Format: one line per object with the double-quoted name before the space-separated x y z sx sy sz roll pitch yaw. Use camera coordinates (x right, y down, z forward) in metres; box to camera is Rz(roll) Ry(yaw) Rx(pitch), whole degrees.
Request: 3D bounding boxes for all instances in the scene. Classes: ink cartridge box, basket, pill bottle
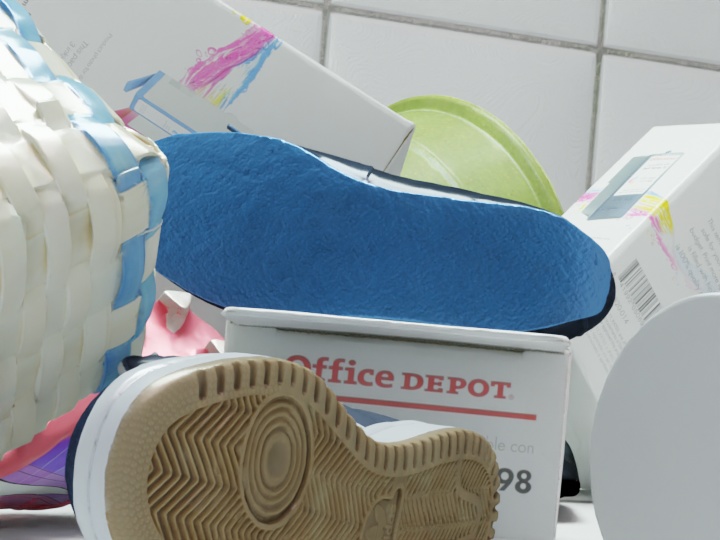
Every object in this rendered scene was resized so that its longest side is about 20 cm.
"ink cartridge box" -0.073 -0.038 0.923 0.200 0.125 0.129 33 -10 3
"basket" -0.167 -0.002 0.609 0.199 0.139 0.176 -16 49 -33
"ink cartridge box" 0.011 0.057 0.740 0.115 0.067 0.200 5 -5 3
"pill bottle" 0.162 0.054 0.583 0.199 0.113 0.112 5 0 -39
"ink cartridge box" 0.159 0.005 1.057 0.200 0.117 0.067 -42 25 -28

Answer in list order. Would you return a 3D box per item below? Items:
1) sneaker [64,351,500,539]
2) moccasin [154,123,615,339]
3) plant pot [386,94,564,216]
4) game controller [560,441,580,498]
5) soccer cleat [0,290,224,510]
"sneaker" -0.047 0.056 0.571 0.108 0.070 0.200 10 -5 27
"moccasin" 0.000 0.000 0.813 0.199 0.081 0.068 17 -6 21
"plant pot" -0.023 0.017 1.082 0.190 0.201 0.200 -10 9 -41
"game controller" -0.003 0.085 0.939 0.199 0.042 0.104 5 -15 1
"soccer cleat" -0.126 0.062 0.726 0.200 0.077 0.067 -15 48 -42
